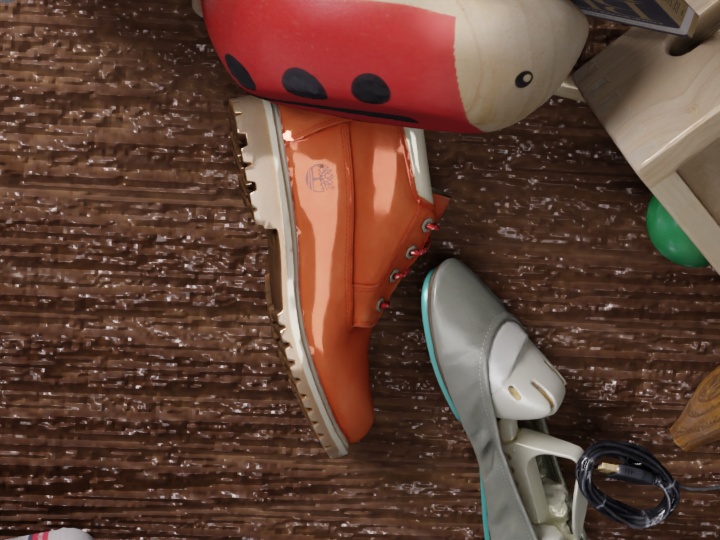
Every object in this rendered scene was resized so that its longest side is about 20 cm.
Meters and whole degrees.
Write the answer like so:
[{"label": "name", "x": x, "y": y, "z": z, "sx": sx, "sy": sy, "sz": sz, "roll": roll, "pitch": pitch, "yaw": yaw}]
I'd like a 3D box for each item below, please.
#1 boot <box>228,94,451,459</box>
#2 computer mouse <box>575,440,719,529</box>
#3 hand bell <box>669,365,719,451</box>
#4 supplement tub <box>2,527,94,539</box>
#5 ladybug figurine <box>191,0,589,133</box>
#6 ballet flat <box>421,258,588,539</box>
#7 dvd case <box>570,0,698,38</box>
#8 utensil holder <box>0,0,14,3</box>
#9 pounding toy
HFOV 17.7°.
[{"label": "boot", "x": 0.000, "y": 0.000, "z": 1.195, "sx": 0.107, "sy": 0.075, "sz": 0.200, "roll": -11, "pitch": 110, "yaw": -9}, {"label": "computer mouse", "x": 0.203, "y": 0.121, "z": 1.255, "sx": 0.200, "sy": 0.034, "sz": 0.059, "roll": 6, "pitch": 106, "yaw": -29}, {"label": "hand bell", "x": 0.224, "y": 0.024, "z": 1.124, "sx": 0.104, "sy": 0.104, "sz": 0.200, "roll": 37, "pitch": 120, "yaw": -18}, {"label": "supplement tub", "x": -0.224, "y": 0.218, "z": 1.205, "sx": 0.200, "sy": 0.140, "sz": 0.140, "roll": -11, "pitch": 111, "yaw": -4}, {"label": "ladybug figurine", "x": 0.009, "y": -0.110, "z": 1.108, "sx": 0.200, "sy": 0.136, "sz": 0.072, "roll": 9, "pitch": 86, "yaw": 24}, {"label": "ballet flat", "x": 0.087, "y": 0.081, "z": 1.234, "sx": 0.064, "sy": 0.067, "sz": 0.200, "roll": 0, "pitch": 119, "yaw": 29}, {"label": "dvd case", "x": 0.058, "y": -0.153, "z": 1.052, "sx": 0.149, "sy": 0.200, "sz": 0.016, "roll": 16, "pitch": 86, "yaw": 26}, {"label": "utensil holder", "x": -0.110, "y": -0.238, "z": 1.042, "sx": 0.200, "sy": 0.170, "sz": 0.170, "roll": -25, "pitch": 111, "yaw": 0}, {"label": "pounding toy", "x": 0.192, "y": -0.080, "z": 1.172, "sx": 0.200, "sy": 0.142, "sz": 0.184, "roll": -37, "pitch": 124, "yaw": 9}]
